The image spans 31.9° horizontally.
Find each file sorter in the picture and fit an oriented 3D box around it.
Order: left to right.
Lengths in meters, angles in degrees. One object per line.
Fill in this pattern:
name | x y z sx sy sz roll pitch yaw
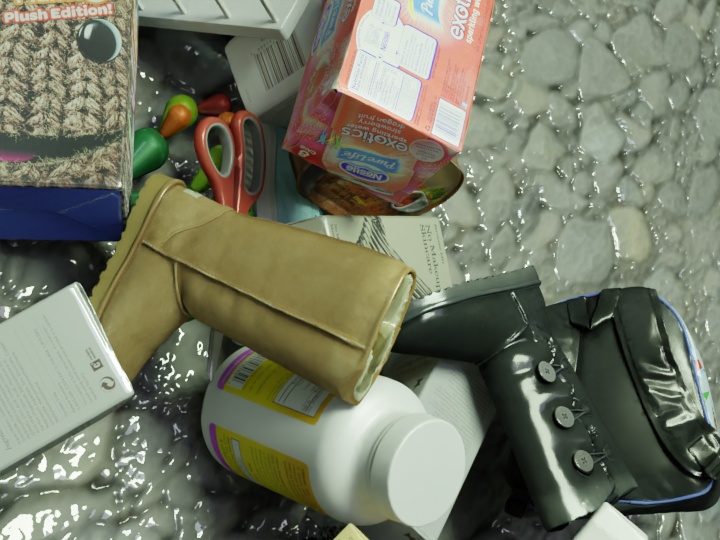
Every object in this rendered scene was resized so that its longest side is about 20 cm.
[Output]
file sorter | -0.129 -0.277 0.963 0.139 0.199 0.125 -63 144 -22

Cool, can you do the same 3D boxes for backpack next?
backpack | 0.223 0.117 1.101 0.154 0.198 0.192 45 40 -69

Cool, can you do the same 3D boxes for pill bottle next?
pill bottle | -0.020 0.119 0.904 0.104 0.199 0.105 -10 105 -40

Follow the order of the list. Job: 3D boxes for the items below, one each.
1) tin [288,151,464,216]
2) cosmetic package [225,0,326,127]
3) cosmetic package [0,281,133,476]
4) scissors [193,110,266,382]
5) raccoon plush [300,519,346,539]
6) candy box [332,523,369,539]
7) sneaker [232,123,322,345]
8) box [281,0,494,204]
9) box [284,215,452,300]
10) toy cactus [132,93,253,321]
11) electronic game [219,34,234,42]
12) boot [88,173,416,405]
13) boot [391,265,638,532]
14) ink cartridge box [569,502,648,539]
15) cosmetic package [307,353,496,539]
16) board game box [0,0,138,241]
tin | 0.015 -0.086 1.029 0.200 0.111 0.042 31 42 -65
cosmetic package | -0.007 -0.167 1.059 0.199 0.101 0.075 2 65 -57
cosmetic package | -0.245 0.094 0.777 0.199 0.113 0.082 -28 89 -16
scissors | -0.093 -0.020 0.938 0.073 0.014 0.202 0 86 -55
raccoon plush | -0.022 0.285 0.922 0.134 0.097 0.201 -40 97 -31
candy box | -0.037 0.279 0.844 0.200 0.055 0.116 -45 130 -5
sneaker | -0.063 -0.030 1.028 0.081 0.074 0.202 14 65 -27
box | 0.025 -0.165 0.906 0.102 0.095 0.201 24 59 -19
box | 0.000 0.000 1.012 0.200 0.068 0.083 -7 85 -61
toy cactus | -0.165 -0.053 0.968 0.163 0.102 0.202 4 71 -14
electronic game | -0.084 -0.279 1.135 0.199 0.042 0.202 14 64 -30
boot | -0.084 0.042 0.857 0.199 0.176 0.066 24 7 16
boot | 0.112 0.107 0.973 0.164 0.066 0.201 -15 79 -31
ink cartridge box | 0.134 0.272 0.957 0.045 0.200 0.176 38 75 14
cosmetic package | 0.046 0.130 1.025 0.074 0.101 0.201 42 51 -13
board game box | -0.240 -0.131 0.890 0.158 0.097 0.202 1 69 -9
